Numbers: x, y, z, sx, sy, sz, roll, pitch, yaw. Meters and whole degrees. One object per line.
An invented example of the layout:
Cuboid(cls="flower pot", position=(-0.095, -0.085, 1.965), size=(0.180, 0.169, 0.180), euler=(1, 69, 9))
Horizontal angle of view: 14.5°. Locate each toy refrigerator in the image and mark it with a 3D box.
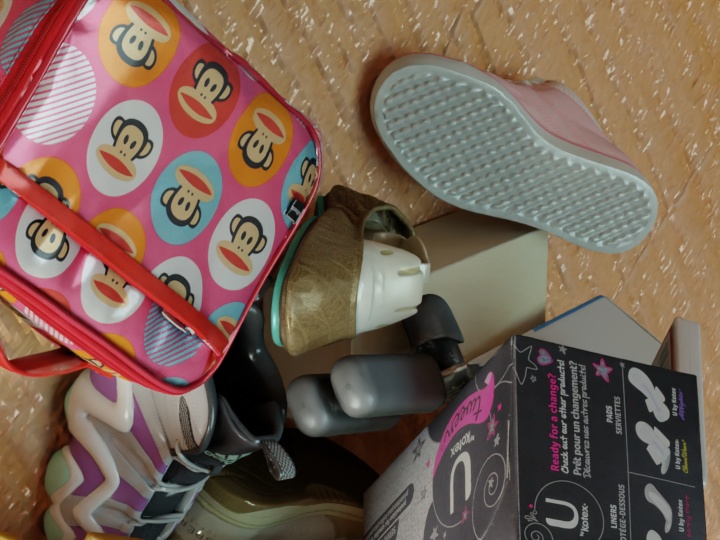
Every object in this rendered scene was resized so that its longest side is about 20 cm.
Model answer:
Cuboid(cls="toy refrigerator", position=(0.026, 0.025, 1.641), size=(0.200, 0.070, 0.076), euler=(-23, 119, -51))

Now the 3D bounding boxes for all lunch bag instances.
Cuboid(cls="lunch bag", position=(-0.121, -0.035, 1.290), size=(0.200, 0.082, 0.177), euler=(40, 77, -47))

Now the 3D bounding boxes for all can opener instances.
Cuboid(cls="can opener", position=(0.012, 0.049, 1.504), size=(0.200, 0.053, 0.067), euler=(3, 65, -69))

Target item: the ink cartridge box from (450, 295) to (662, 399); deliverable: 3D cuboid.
Cuboid(cls="ink cartridge box", position=(0.099, 0.132, 1.712), size=(0.145, 0.084, 0.201), euler=(-25, 147, -47))

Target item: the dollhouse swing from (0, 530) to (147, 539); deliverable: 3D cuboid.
Cuboid(cls="dollhouse swing", position=(-0.160, 0.220, 1.396), size=(0.182, 0.175, 0.201), euler=(23, 86, -68))

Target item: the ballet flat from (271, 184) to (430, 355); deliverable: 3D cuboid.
Cuboid(cls="ballet flat", position=(0.000, 0.000, 1.497), size=(0.200, 0.072, 0.068), euler=(-64, 161, -77))

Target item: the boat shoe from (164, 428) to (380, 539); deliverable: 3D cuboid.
Cuboid(cls="boat shoe", position=(-0.048, 0.135, 1.592), size=(0.067, 0.074, 0.200), euler=(-54, 152, 15))

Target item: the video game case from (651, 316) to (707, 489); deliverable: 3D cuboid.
Cuboid(cls="video game case", position=(0.148, 0.144, 1.587), size=(0.143, 0.017, 0.201), euler=(-83, -167, -55))

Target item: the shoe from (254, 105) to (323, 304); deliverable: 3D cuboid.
Cuboid(cls="shoe", position=(-0.080, -0.066, 1.452), size=(0.091, 0.071, 0.200), euler=(-61, 150, -19))

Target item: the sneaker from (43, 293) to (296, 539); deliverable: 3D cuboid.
Cuboid(cls="sneaker", position=(-0.088, 0.096, 1.443), size=(0.078, 0.139, 0.201), euler=(-17, 117, -49))

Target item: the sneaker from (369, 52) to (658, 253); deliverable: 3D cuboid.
Cuboid(cls="sneaker", position=(0.079, -0.082, 1.675), size=(0.199, 0.105, 0.076), euler=(25, 110, -27))

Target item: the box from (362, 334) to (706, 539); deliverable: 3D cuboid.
Cuboid(cls="box", position=(0.086, 0.141, 1.500), size=(0.114, 0.200, 0.133), euler=(13, 57, -21))
